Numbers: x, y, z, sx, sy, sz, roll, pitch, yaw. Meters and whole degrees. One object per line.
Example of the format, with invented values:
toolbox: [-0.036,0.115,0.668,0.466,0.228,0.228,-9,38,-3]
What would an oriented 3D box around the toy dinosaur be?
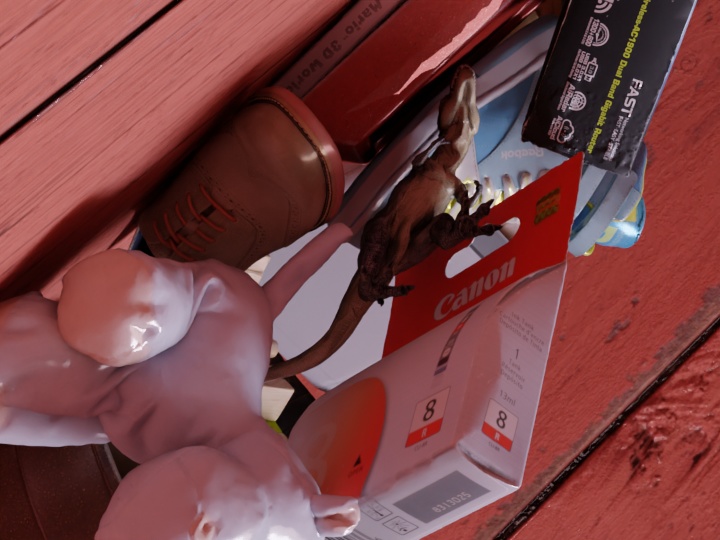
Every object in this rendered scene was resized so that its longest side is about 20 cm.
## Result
toy dinosaur: [0.019,-0.013,1.367,0.200,0.047,0.088,-54,-161,-9]

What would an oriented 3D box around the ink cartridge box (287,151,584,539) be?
ink cartridge box: [0.031,0.040,1.330,0.162,0.050,0.201,-32,-143,46]

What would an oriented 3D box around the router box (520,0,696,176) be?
router box: [0.145,-0.159,1.405,0.200,0.062,0.151,-66,176,-61]

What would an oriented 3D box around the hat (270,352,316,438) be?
hat: [-0.084,0.096,1.747,0.200,0.081,0.201,-27,173,-3]

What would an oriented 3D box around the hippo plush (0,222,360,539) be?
hippo plush: [-0.092,0.086,1.279,0.159,0.162,0.199,-29,167,34]

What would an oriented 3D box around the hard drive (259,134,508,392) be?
hard drive: [0.000,0.000,1.595,0.199,0.132,0.026,-23,-151,48]

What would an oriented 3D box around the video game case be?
video game case: [0.029,-0.146,1.398,0.200,0.018,0.143,-44,177,17]

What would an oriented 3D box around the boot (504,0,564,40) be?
boot: [0.096,-0.131,1.686,0.200,0.066,0.176,-45,-160,39]

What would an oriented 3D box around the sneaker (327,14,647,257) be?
sneaker: [0.083,-0.043,1.471,0.200,0.131,0.080,-40,178,-31]

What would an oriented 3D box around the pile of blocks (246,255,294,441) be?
pile of blocks: [-0.086,0.063,1.556,0.082,0.201,0.062,-26,157,34]

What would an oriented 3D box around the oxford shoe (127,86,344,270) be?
oxford shoe: [-0.065,-0.028,1.341,0.074,0.071,0.200,-38,175,-26]

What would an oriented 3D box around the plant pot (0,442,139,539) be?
plant pot: [-0.179,0.167,1.434,0.197,0.201,0.200,-26,180,7]

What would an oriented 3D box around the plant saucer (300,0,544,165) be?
plant saucer: [0.046,-0.125,1.421,0.200,0.037,0.200,-42,178,1]

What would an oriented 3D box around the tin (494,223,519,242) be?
tin: [0.060,-0.072,1.624,0.200,0.042,0.113,39,-58,59]
